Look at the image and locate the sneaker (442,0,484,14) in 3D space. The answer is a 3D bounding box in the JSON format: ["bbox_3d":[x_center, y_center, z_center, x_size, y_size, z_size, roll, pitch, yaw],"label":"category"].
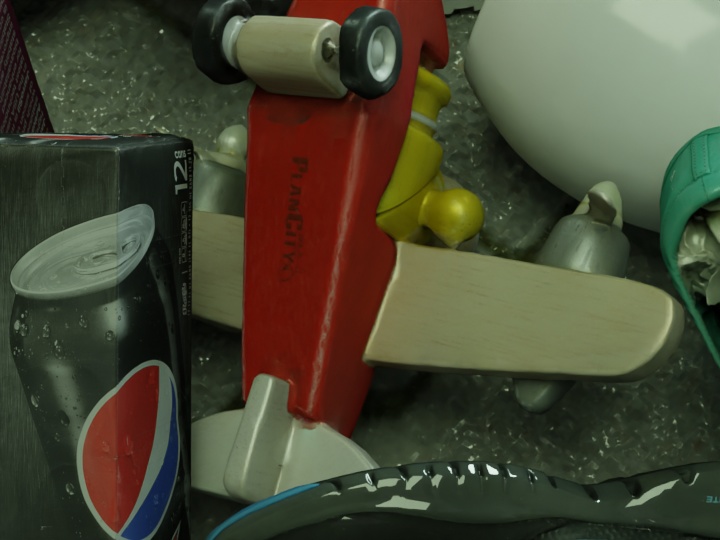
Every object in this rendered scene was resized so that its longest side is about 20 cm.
[{"bbox_3d":[0.075,-0.164,0.845,0.198,0.081,0.077,-12,66,2],"label":"sneaker"}]

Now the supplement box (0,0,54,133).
[{"bbox_3d":[-0.192,-0.049,0.733,0.130,0.200,0.104,8,64,8],"label":"supplement box"}]

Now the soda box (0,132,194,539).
[{"bbox_3d":[-0.098,0.055,0.691,0.070,0.063,0.202,3,97,19],"label":"soda box"}]

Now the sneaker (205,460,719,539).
[{"bbox_3d":[0.049,0.103,0.645,0.198,0.073,0.083,0,80,-5],"label":"sneaker"}]

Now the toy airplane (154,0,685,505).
[{"bbox_3d":[0.000,0.000,0.747,0.199,0.141,0.201,-43,71,26],"label":"toy airplane"}]

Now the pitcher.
[{"bbox_3d":[0.154,-0.076,0.786,0.199,0.122,0.172,29,43,10],"label":"pitcher"}]

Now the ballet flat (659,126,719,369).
[{"bbox_3d":[0.156,0.047,0.693,0.067,0.070,0.201,-27,97,24],"label":"ballet flat"}]
